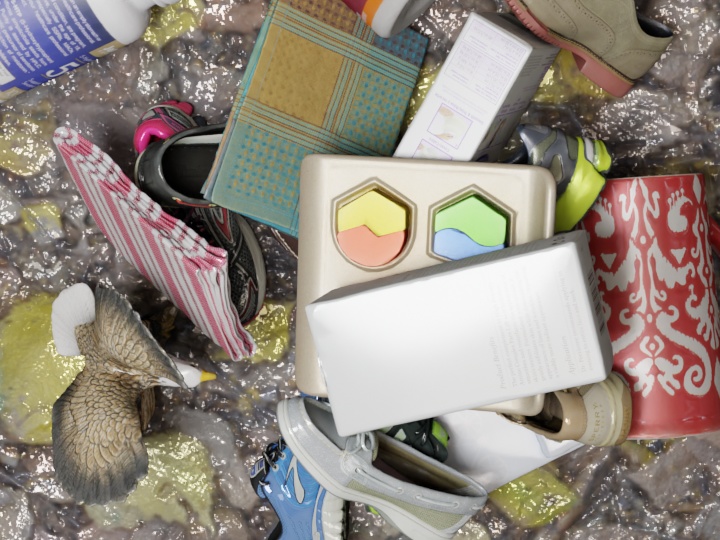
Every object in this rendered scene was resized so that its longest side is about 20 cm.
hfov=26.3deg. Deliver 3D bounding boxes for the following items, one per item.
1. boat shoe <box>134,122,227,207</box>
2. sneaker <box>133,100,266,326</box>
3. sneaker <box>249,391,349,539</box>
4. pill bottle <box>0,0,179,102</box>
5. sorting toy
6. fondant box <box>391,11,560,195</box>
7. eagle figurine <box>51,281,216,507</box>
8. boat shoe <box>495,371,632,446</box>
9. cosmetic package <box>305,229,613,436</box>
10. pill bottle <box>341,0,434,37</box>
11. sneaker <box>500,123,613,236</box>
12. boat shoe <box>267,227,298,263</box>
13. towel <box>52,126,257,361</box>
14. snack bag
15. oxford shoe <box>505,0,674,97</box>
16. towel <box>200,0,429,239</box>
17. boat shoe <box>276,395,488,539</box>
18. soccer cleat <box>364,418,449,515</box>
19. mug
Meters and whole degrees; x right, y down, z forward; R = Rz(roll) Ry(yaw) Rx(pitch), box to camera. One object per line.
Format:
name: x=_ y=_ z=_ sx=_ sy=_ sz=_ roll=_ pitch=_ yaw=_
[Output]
boat shoe: x=-0.079 y=-0.085 z=1.246 sx=0.200 sy=0.063 sz=0.074 roll=-7 pitch=91 yaw=-24
sneaker: x=-0.144 y=-0.040 z=1.299 sx=0.080 sy=0.075 sz=0.201 roll=-21 pitch=101 yaw=12
sneaker: x=-0.053 y=0.165 z=1.336 sx=0.088 sy=0.079 sz=0.202 roll=4 pitch=104 yaw=4
pill bottle: x=-0.236 y=-0.226 z=1.241 sx=0.199 sy=0.120 sz=0.120 roll=-22 pitch=100 yaw=12
sorting toy: x=0.043 y=0.011 z=1.147 sx=0.198 sy=0.036 sz=0.187 roll=5 pitch=100 yaw=16
fondant box: x=0.076 y=-0.103 z=1.216 sx=0.058 sy=0.144 sz=0.201 roll=31 pitch=105 yaw=10
eagle figurine: x=-0.193 y=0.083 z=1.270 sx=0.150 sy=0.200 sz=0.153 roll=-23 pitch=100 yaw=12
boat shoe: x=0.136 y=0.089 z=1.213 sx=0.064 sy=0.200 sz=0.072 roll=-1 pitch=98 yaw=-23
cosmetic package: x=0.072 y=0.044 z=1.095 sx=0.198 sy=0.074 sz=0.103 roll=-12 pitch=96 yaw=15
pill bottle: x=-0.015 y=-0.287 z=1.196 sx=0.200 sy=0.114 sz=0.114 roll=44 pitch=105 yaw=4
sneaker: x=0.110 y=-0.033 z=1.202 sx=0.081 sy=0.074 sz=0.201 roll=26 pitch=110 yaw=-15
boat shoe: x=0.000 y=0.000 z=1.283 sx=0.200 sy=0.072 sz=0.072 roll=39 pitch=108 yaw=7
towel: x=-0.163 y=-0.022 z=1.243 sx=0.030 sy=0.147 sz=0.200 roll=-41 pitch=62 yaw=-17
snack bag: x=0.122 y=0.086 z=1.324 sx=0.199 sy=0.021 sz=0.189 roll=-28 pitch=99 yaw=13
oxford shoe: x=0.164 y=-0.211 z=1.184 sx=0.075 sy=0.071 sz=0.199 roll=-41 pitch=136 yaw=22
towel: x=-0.033 y=-0.122 z=1.226 sx=0.146 sy=0.022 sz=0.201 roll=24 pitch=78 yaw=-28
boat shoe: x=0.016 y=0.155 z=1.252 sx=0.202 sy=0.075 sz=0.065 roll=38 pitch=111 yaw=-24
soccer cleat: x=0.032 y=0.127 z=1.311 sx=0.080 sy=0.068 sz=0.201 roll=-5 pitch=121 yaw=13
mug: x=0.239 y=0.024 z=1.251 sx=0.133 sy=0.177 sz=0.202 roll=-2 pitch=94 yaw=41
